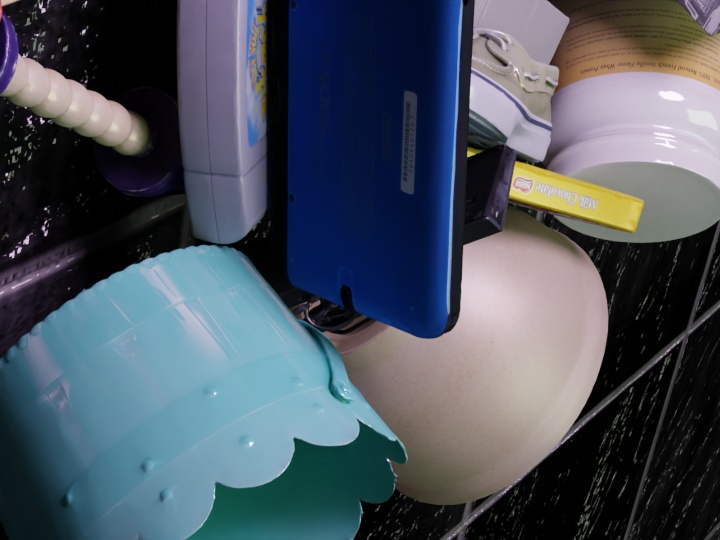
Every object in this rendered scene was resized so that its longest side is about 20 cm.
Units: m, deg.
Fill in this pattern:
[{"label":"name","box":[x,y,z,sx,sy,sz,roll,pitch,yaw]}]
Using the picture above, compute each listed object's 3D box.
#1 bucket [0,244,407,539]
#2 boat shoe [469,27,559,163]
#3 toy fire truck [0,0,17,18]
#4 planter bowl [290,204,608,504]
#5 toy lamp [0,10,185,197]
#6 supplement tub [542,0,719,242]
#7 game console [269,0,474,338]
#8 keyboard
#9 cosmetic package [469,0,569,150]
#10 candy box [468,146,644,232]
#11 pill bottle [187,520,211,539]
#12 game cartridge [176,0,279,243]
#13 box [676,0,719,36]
[{"label":"bucket","box":[-0.092,0.095,0.915,0.206,0.135,0.208,-30,159,-13]},{"label":"boat shoe","box":[0.066,-0.105,1.017,0.200,0.071,0.063,11,91,-72]},{"label":"toy fire truck","box":[-0.105,-0.179,0.737,0.198,0.049,0.142,-11,111,-28]},{"label":"planter bowl","box":[0.038,0.031,1.151,0.134,0.200,0.201,35,80,-38]},{"label":"toy lamp","box":[-0.131,-0.074,0.851,0.059,0.058,0.200,-65,154,2]},{"label":"supplement tub","box":[0.193,-0.135,1.249,0.145,0.143,0.202,60,32,-61]},{"label":"game console","box":[0.016,-0.093,0.908,0.118,0.170,0.202,-23,124,-43]},{"label":"keyboard","box":[0.000,0.000,1.006,0.040,0.199,0.104,53,34,-25]},{"label":"cosmetic package","box":[0.046,-0.144,1.099,0.108,0.090,0.200,-64,158,2]},{"label":"candy box","box":[0.069,-0.061,1.104,0.199,0.102,0.027,13,95,-36]},{"label":"pill bottle","box":[-0.086,0.142,1.070,0.200,0.114,0.115,-51,152,-28]},{"label":"game cartridge","box":[-0.054,-0.122,0.904,0.133,0.040,0.202,-47,142,-61]},{"label":"box","box":[0.207,-0.253,1.176,0.157,0.200,0.050,-30,165,-51]}]
